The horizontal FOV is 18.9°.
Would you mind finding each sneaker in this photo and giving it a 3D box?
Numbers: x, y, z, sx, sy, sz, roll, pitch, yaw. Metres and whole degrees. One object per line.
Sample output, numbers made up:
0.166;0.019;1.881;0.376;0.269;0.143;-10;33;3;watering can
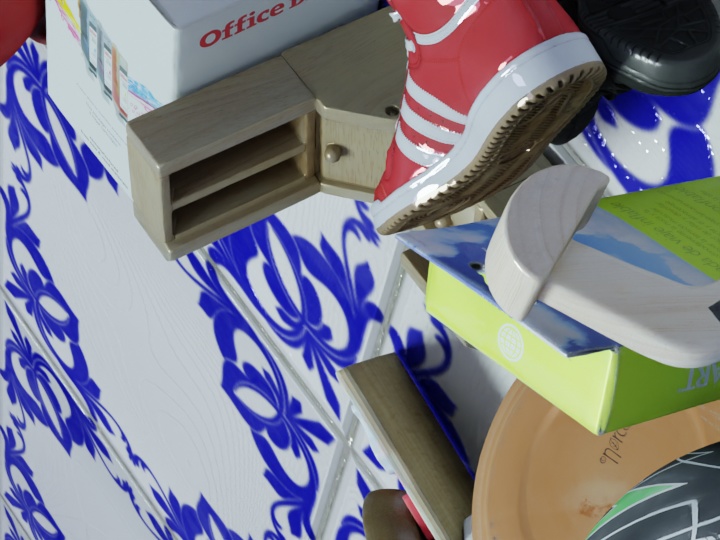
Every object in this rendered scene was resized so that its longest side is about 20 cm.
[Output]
0.038;-0.096;1.020;0.113;0.071;0.200;62;151;10;sneaker
0.106;-0.102;1.031;0.200;0.060;0.104;43;150;47;sneaker

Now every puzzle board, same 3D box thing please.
0.053;0.144;1.356;0.200;0.017;0.151;59;-169;5;puzzle board

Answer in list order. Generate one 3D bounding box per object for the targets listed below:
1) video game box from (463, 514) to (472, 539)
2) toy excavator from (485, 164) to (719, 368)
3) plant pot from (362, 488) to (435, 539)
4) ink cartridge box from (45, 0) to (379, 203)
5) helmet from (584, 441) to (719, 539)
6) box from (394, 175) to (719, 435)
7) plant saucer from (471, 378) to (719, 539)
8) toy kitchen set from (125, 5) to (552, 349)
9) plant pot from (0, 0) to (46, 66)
0.129;0.237;1.248;0.200;0.047;0.182;57;-172;-6;video game box
0.175;0.011;0.831;0.194;0.200;0.100;53;154;18;toy excavator
0.068;0.216;1.334;0.200;0.027;0.200;54;-168;-17;plant pot
-0.088;-0.149;1.259;0.145;0.145;0.200;50;153;24;ink cartridge box
0.172;0.159;0.893;0.200;0.191;0.200;0;89;28;helmet
0.125;0.011;0.933;0.122;0.200;0.048;35;127;45;box
0.132;0.108;1.072;0.032;0.200;0.200;24;-172;-44;plant saucer
0.000;0.000;1.199;0.200;0.180;0.163;52;156;31;toy kitchen set
-0.319;-0.228;1.592;0.200;0.182;0.200;46;153;32;plant pot
